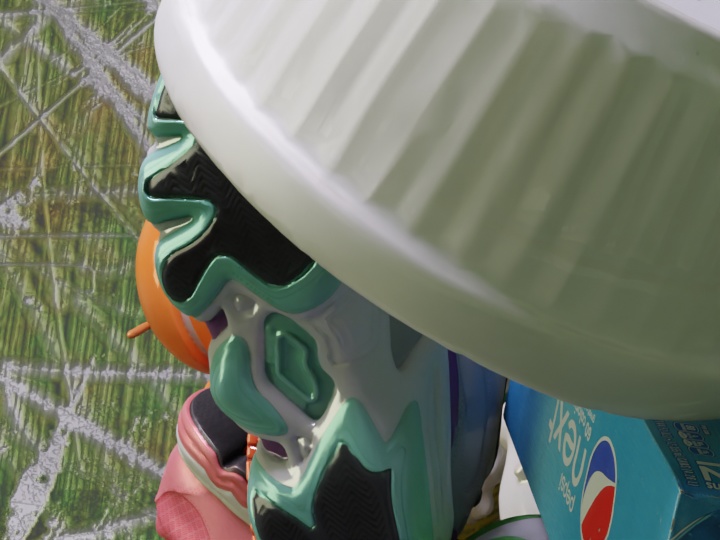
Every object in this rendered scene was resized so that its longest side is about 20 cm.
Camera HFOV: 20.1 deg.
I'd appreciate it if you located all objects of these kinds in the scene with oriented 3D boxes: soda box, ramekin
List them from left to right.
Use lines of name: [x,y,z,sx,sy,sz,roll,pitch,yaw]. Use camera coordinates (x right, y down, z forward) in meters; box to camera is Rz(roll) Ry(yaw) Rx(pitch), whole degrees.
ramekin: [0.052,-0.060,0.551,0.095,0.201,0.203,-60,17,26]
soda box: [0.091,0.055,0.590,0.200,0.064,0.068,-103,23,-71]

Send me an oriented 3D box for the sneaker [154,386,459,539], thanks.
sneaker: [-0.010,0.139,0.867,0.074,0.200,0.087,-26,-27,-51]

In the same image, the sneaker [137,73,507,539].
sneaker: [0.000,0.000,0.678,0.140,0.077,0.201,-35,-62,-59]

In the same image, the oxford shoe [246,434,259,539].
oxford shoe: [0.003,0.037,0.830,0.073,0.071,0.201,60,-138,-72]

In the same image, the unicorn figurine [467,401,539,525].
unicorn figurine: [0.066,0.079,0.778,0.138,0.073,0.201,114,147,-61]

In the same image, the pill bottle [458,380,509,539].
pill bottle: [0.009,0.114,0.944,0.113,0.112,0.201,-104,23,-70]

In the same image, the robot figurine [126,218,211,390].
robot figurine: [-0.033,-0.005,1.051,0.116,0.199,0.145,-17,-81,-54]

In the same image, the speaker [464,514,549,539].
speaker: [0.068,0.140,0.598,0.200,0.088,0.089,-114,33,-76]
